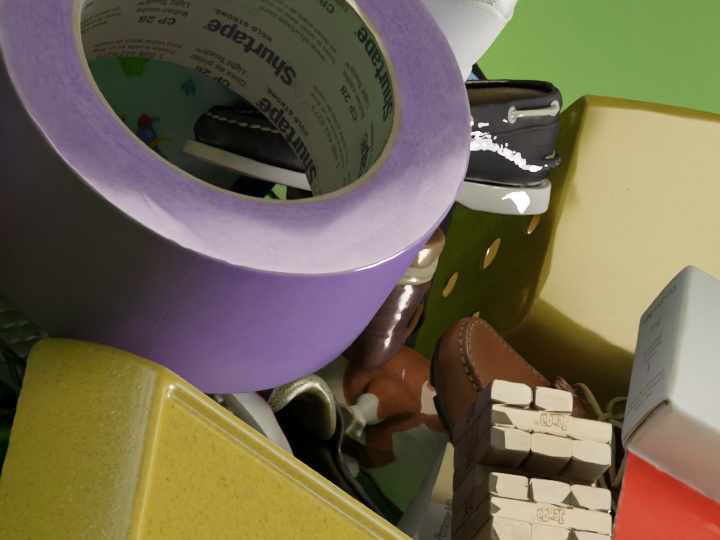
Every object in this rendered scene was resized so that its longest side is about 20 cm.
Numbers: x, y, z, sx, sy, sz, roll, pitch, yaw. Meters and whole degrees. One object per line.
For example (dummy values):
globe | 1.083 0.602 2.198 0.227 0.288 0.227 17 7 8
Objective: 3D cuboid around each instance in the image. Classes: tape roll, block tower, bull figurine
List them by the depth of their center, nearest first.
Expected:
block tower | 0.066 0.147 1.126 0.054 0.058 0.201 9 63 -12
tape roll | -0.062 -0.058 1.131 0.199 0.085 0.201 15 50 -19
bull figurine | 0.023 0.085 1.333 0.200 0.065 0.122 37 25 -3

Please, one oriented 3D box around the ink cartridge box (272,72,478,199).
ink cartridge box | -0.008 -0.099 1.643 0.146 0.086 0.200 45 16 3

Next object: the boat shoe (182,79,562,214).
boat shoe | 0.011 -0.064 1.272 0.199 0.061 0.074 4 14 -35

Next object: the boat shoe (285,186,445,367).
boat shoe | 0.000 0.000 1.301 0.072 0.073 0.200 7 10 -8

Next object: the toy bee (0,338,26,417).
toy bee | -0.192 -0.026 1.043 0.201 0.131 0.109 55 43 1

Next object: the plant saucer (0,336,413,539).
plant saucer | -0.042 0.129 1.036 0.200 0.048 0.201 37 34 -24

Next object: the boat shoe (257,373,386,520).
boat shoe | -0.037 0.070 1.226 0.072 0.066 0.201 28 25 -46

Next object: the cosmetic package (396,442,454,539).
cosmetic package | 0.101 0.165 1.224 0.199 0.071 0.105 28 23 -2

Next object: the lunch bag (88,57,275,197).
lunch bag | -0.072 -0.099 1.353 0.127 0.170 0.200 46 20 6

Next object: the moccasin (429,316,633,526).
moccasin | 0.111 0.096 1.284 0.202 0.078 0.074 48 32 -4

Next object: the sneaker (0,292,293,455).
sneaker | -0.101 0.024 1.173 0.200 0.075 0.105 37 24 -8

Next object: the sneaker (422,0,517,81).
sneaker | -0.004 -0.168 1.236 0.200 0.100 0.075 47 25 13

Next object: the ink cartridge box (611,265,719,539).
ink cartridge box | 0.203 0.111 1.241 0.199 0.044 0.174 30 39 -12

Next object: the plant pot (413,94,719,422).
plant pot | 0.135 0.031 1.413 0.176 0.200 0.201 27 58 -17
